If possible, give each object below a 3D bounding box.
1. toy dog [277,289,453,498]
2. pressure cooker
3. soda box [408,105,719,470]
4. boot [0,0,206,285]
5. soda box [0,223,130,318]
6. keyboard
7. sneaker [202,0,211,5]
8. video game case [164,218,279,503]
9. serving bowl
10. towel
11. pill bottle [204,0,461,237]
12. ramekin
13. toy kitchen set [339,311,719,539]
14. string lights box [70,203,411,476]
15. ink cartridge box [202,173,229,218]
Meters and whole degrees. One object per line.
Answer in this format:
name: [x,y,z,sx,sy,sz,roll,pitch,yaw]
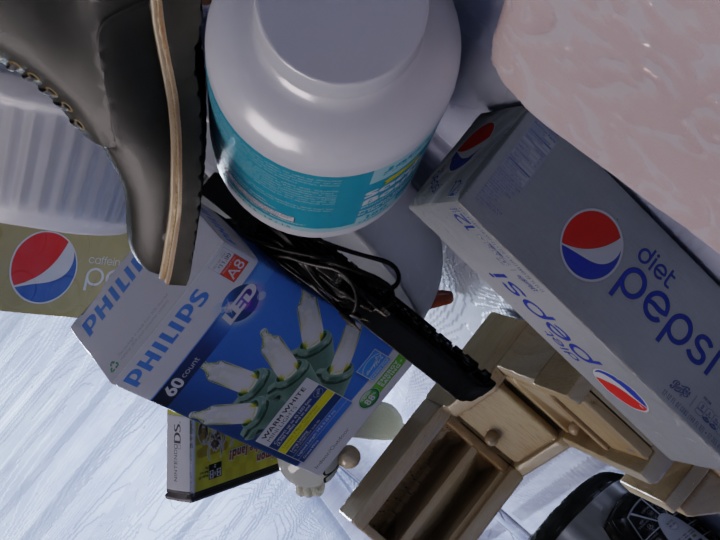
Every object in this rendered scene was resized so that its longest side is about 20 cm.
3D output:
toy dog: [0.009,0.065,1.076,0.095,0.203,0.132,5,160,12]
pressure cooker: [0.218,0.273,1.159,0.199,0.176,0.179,38,173,26]
soda box: [0.120,0.010,0.740,0.200,0.064,0.068,43,167,-14]
boot: [-0.138,-0.089,0.690,0.078,0.136,0.203,-101,10,-63]
soda box: [-0.201,-0.007,1.057,0.198,0.069,0.064,8,-170,-38]
keyboard: [0.000,0.000,0.876,0.199,0.040,0.104,38,-168,9]
sneaker: [-0.128,-0.151,0.738,0.198,0.077,0.070,17,180,-32]
video game case: [-0.073,0.054,1.080,0.025,0.184,0.199,3,-175,27]
serving bowl: [-0.021,-0.053,0.955,0.199,0.066,0.200,38,169,8]
towel: [0.130,-0.056,0.530,0.190,0.032,0.200,38,169,8]
pill bottle: [-0.015,-0.086,0.685,0.110,0.111,0.200,39,170,3]
ramekin: [-0.217,-0.088,0.994,0.200,0.096,0.202,13,-171,-2]
toy kitchen set: [0.123,0.151,0.975,0.163,0.181,0.200,41,173,-13]
string lights box: [-0.064,0.043,0.908,0.199,0.103,0.059,32,-171,-49]
ink cartridge box: [-0.117,-0.070,1.161,0.144,0.084,0.200,33,166,29]
